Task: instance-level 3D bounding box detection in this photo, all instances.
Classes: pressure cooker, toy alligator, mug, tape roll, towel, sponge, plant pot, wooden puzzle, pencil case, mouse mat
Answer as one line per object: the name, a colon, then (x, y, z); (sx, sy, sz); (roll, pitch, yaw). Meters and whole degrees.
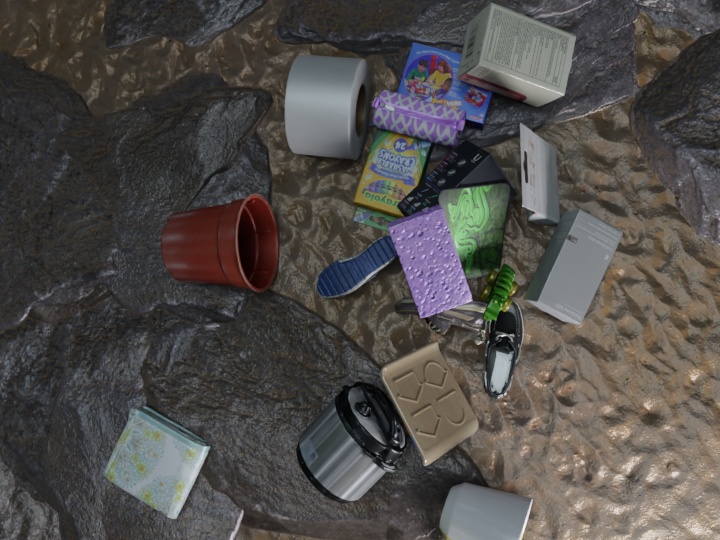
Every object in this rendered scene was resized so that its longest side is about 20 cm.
pressure cooker: (-0.006, 0.327, 1.308); (0.176, 0.179, 0.200); (42, 105, 4)
toy alligator: (0.269, 0.055, 1.326); (0.059, 0.054, 0.201); (28, 57, 0)
mug: (0.228, 0.499, 1.284); (0.151, 0.149, 0.189); (17, 80, 19)
tape roll: (-0.064, -0.340, 1.404); (0.137, 0.203, 0.206); (7, 84, 11)
towel: (-0.442, 0.410, 1.458); (0.198, 0.048, 0.173); (26, 91, 12)
sponge: (0.136, -0.015, 1.300); (0.110, 0.030, 0.202); (-20, 110, 4)
plant pot: (-0.300, -0.054, 1.424); (0.192, 0.200, 0.204); (-2, 83, 18)
wooden puzzle: (0.131, 0.259, 1.329); (0.046, 0.184, 0.202); (-33, 79, 44)
pencil case: (0.121, -0.317, 1.394); (0.197, 0.086, 0.085); (16, 83, 10)
mouse mat: (0.219, -0.072, 1.335); (0.158, 0.008, 0.203); (-9, 116, -19)

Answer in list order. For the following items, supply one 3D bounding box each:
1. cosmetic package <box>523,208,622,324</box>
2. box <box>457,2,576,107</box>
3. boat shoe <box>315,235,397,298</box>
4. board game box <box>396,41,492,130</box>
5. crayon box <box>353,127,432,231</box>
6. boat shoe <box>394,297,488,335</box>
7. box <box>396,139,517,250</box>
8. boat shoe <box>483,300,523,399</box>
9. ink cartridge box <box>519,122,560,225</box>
cosmetic package: (0.416, -0.006, 1.328); (0.106, 0.090, 0.202); (24, 85, -6)
box: (0.313, -0.429, 1.357); (0.197, 0.109, 0.130); (15, 85, -16)
boat shoe: (0.000, 0.000, 1.415); (0.198, 0.072, 0.073); (-28, 80, 10)
board game box: (0.187, -0.395, 1.445); (0.197, 0.045, 0.136); (18, 86, 11)
crayon box: (0.066, -0.189, 1.438); (0.124, 0.052, 0.203); (17, 87, 11)
boat shoe: (0.166, 0.094, 1.375); (0.197, 0.074, 0.075); (4, 83, 11)
box: (0.194, -0.142, 1.358); (0.200, 0.122, 0.106); (-44, 34, 2)
boat shoe: (0.285, 0.156, 1.353); (0.073, 0.060, 0.203); (13, 85, 13)
ink cartridge box: (0.334, -0.182, 1.318); (0.050, 0.199, 0.164); (-6, 81, 37)
